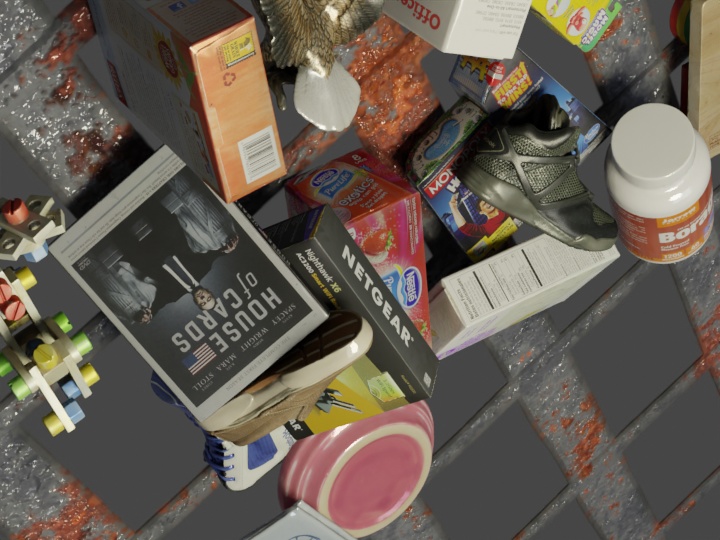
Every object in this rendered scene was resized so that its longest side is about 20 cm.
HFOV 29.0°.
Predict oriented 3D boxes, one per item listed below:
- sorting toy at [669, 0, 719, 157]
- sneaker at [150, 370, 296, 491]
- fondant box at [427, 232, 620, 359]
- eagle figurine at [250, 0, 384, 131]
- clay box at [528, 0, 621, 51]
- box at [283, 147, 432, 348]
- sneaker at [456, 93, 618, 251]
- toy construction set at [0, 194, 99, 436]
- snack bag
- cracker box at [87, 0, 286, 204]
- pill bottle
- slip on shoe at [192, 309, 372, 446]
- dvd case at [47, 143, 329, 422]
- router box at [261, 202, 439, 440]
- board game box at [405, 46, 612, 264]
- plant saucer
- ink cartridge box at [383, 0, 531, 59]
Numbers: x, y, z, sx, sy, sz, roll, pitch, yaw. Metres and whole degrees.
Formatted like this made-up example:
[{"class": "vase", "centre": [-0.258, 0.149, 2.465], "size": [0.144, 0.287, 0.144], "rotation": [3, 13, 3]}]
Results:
[{"class": "sorting toy", "centre": [0.418, -0.251, 1.510], "size": [0.198, 0.070, 0.201], "rotation": [-27, 133, -20]}, {"class": "sneaker", "centre": [-0.126, 0.157, 1.356], "size": [0.198, 0.080, 0.116], "rotation": [21, 103, -46]}, {"class": "fondant box", "centre": [0.152, 0.021, 1.446], "size": [0.198, 0.059, 0.144], "rotation": [-22, 168, -24]}, {"class": "eagle figurine", "centre": [-0.052, -0.224, 1.103], "size": [0.149, 0.153, 0.201], "rotation": [12, 140, -11]}, {"class": "clay box", "centre": [0.186, -0.299, 1.307], "size": [0.199, 0.048, 0.116], "rotation": [29, 99, -47]}, {"class": "box", "centre": [0.000, 0.000, 1.331], "size": [0.095, 0.100, 0.202], "rotation": [-26, 132, -22]}, {"class": "sneaker", "centre": [0.195, -0.092, 1.338], "size": [0.198, 0.076, 0.115], "rotation": [26, 105, -31]}, {"class": "toy construction set", "centre": [-0.273, 0.024, 1.108], "size": [0.091, 0.131, 0.202], "rotation": [-23, 131, -24]}, {"class": "snack bag", "centre": [-0.097, 0.335, 1.518], "size": [0.199, 0.022, 0.188], "rotation": [-34, 139, 12]}, {"class": "cracker box", "centre": [-0.136, -0.158, 1.039], "size": [0.057, 0.200, 0.135], "rotation": [-28, 134, -20]}, {"class": "pill bottle", "centre": [0.315, -0.093, 1.473], "size": [0.112, 0.112, 0.200], "rotation": [-44, 154, -4]}, {"class": "slip on shoe", "centre": [-0.060, 0.100, 1.216], "size": [0.199, 0.076, 0.061], "rotation": [-31, 117, 27]}, {"class": "dvd case", "centre": [-0.144, 0.008, 1.176], "size": [0.150, 0.025, 0.201], "rotation": [-39, 100, 9]}, {"class": "router box", "centre": [-0.045, 0.052, 1.263], "size": [0.156, 0.053, 0.201], "rotation": [-21, 120, 29]}, {"class": "board game box", "centre": [0.130, -0.138, 1.366], "size": [0.200, 0.062, 0.200], "rotation": [-45, 136, -4]}, {"class": "plant saucer", "centre": [0.005, 0.217, 1.525], "size": [0.199, 0.051, 0.203], "rotation": [-21, 130, -27]}, {"class": "ink cartridge box", "centre": [0.086, -0.296, 1.158], "size": [0.083, 0.146, 0.202], "rotation": [-2, 120, -38]}]
